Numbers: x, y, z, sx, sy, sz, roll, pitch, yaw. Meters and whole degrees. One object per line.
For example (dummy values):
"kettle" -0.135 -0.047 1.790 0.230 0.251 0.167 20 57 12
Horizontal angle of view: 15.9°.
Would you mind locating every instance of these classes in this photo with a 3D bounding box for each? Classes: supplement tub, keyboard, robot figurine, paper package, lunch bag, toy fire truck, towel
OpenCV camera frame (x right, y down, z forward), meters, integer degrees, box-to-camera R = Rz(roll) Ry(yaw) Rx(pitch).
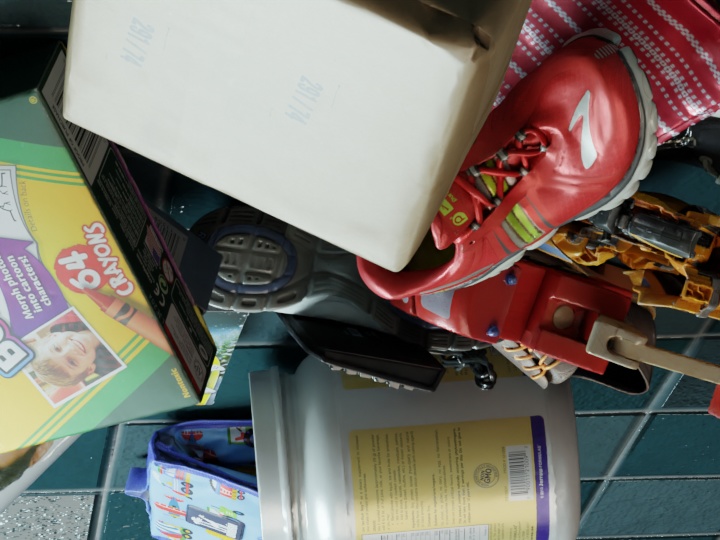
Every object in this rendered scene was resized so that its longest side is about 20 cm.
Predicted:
"supplement tub" 0.033 0.117 1.640 0.200 0.145 0.145 -4 154 -2
"keyboard" 0.019 0.048 1.476 0.127 0.021 0.200 10 -174 -8
"robot figurine" 0.155 -0.015 1.390 0.145 0.058 0.200 14 -173 -34
"paper package" -0.027 -0.117 1.124 0.191 0.104 0.200 25 153 5
"lunch bag" -0.063 0.153 1.787 0.200 0.094 0.151 8 155 1
"toy fire truck" 0.130 0.034 1.388 0.200 0.049 0.141 15 -174 -36
"towel" 0.088 -0.102 1.264 0.145 0.022 0.200 45 133 -14

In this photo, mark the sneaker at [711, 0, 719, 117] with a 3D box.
"sneaker" 0.131 -0.110 1.302 0.200 0.075 0.089 -17 132 28

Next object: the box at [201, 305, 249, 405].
"box" -0.177 0.037 1.554 0.200 0.038 0.137 1 152 -14

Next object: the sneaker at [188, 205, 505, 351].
"sneaker" 0.000 0.000 1.475 0.200 0.075 0.087 12 179 2

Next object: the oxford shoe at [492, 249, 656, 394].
"oxford shoe" 0.106 0.027 1.553 0.200 0.073 0.071 14 149 -33

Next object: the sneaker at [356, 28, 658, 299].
"sneaker" 0.067 -0.040 1.239 0.085 0.077 0.200 -22 163 -43

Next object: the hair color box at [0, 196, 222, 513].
"hair color box" -0.179 0.039 1.437 0.099 0.061 0.200 37 121 -16

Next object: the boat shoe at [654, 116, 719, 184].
"boat shoe" 0.211 -0.075 1.360 0.200 0.060 0.074 -14 180 15

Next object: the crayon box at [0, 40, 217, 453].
"crayon box" -0.195 -0.002 1.342 0.172 0.058 0.200 -16 119 18
